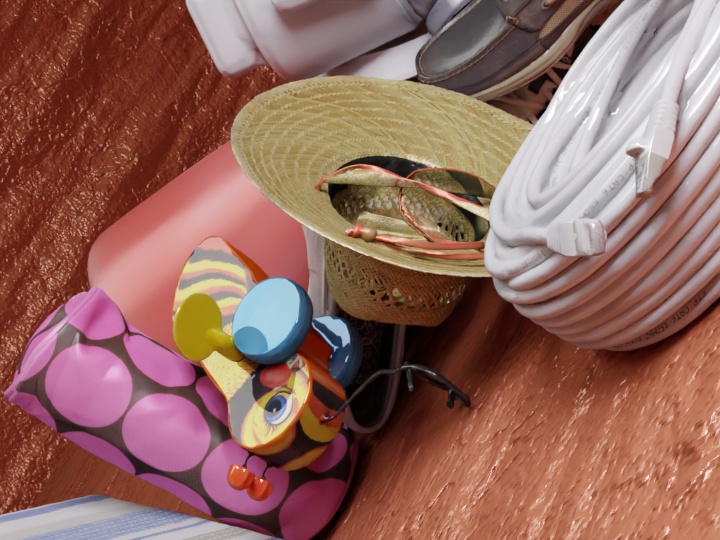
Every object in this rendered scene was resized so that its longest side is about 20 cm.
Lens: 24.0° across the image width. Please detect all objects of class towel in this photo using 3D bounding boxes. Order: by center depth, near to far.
[{"bbox_3d":[-0.135,0.159,0.925,0.200,0.147,0.024,5,99,41],"label":"towel"}]

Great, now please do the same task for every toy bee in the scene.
[{"bbox_3d":[-0.051,0.059,0.901,0.109,0.131,0.200,-55,25,-4],"label":"toy bee"}]

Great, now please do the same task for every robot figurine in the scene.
[{"bbox_3d":[-0.015,-0.199,1.129,0.199,0.113,0.170,-24,13,11],"label":"robot figurine"}]

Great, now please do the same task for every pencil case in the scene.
[{"bbox_3d":[-0.101,0.083,0.984,0.091,0.200,0.094,-45,17,52],"label":"pencil case"}]

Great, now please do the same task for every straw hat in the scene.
[{"bbox_3d":[0.020,-0.017,0.870,0.201,0.200,0.085,-73,-5,-59],"label":"straw hat"}]

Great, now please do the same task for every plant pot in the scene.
[{"bbox_3d":[-0.047,-0.006,1.093,0.177,0.200,0.201,-44,13,19],"label":"plant pot"}]

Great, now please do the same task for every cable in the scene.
[{"bbox_3d":[0.128,-0.061,0.700,0.200,0.069,0.200,-59,9,-15],"label":"cable"}]

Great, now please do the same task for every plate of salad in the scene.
[{"bbox_3d":[0.056,-0.168,1.192,0.199,0.048,0.200,-24,23,11],"label":"plate of salad"}]

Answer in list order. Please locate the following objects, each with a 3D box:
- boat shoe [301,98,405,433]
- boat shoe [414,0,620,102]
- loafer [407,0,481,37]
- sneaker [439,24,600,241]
[{"bbox_3d":[0.000,0.000,0.967,0.069,0.072,0.201,43,130,54],"label":"boat shoe"},{"bbox_3d":[0.107,-0.176,0.982,0.200,0.073,0.075,-37,38,12],"label":"boat shoe"},{"bbox_3d":[0.107,-0.211,1.081,0.200,0.063,0.072,-30,-19,-31],"label":"loafer"},{"bbox_3d":[0.088,-0.107,1.033,0.115,0.076,0.201,-52,8,40],"label":"sneaker"}]
